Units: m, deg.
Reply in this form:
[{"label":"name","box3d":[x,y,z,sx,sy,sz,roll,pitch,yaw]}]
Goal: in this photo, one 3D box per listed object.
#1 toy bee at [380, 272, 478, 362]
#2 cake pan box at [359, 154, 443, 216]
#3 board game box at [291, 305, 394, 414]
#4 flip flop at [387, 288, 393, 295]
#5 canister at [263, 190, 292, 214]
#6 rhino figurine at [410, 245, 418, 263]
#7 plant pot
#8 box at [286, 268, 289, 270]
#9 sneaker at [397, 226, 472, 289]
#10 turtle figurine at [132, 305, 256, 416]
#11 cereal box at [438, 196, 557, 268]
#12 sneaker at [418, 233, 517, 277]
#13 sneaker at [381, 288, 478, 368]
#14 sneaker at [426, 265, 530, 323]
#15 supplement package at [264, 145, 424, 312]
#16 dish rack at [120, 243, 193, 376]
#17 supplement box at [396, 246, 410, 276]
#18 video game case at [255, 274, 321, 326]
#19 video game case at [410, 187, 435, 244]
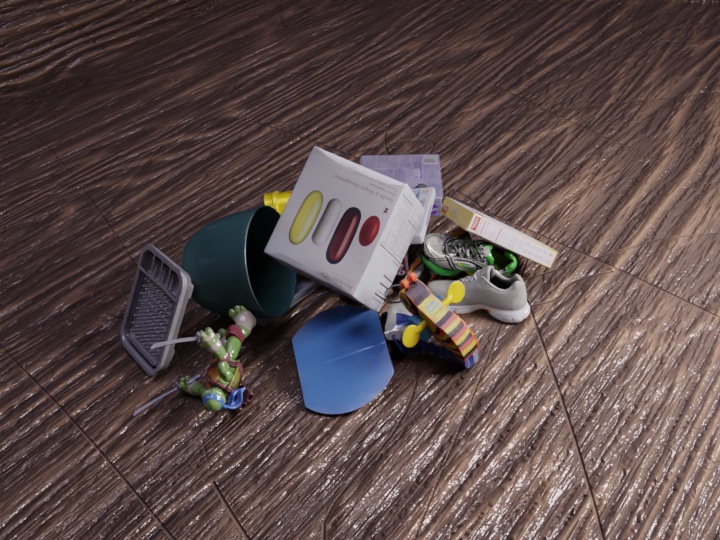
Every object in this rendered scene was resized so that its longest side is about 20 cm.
[{"label":"toy bee","box3d":[0.097,0.062,1.215,0.197,0.109,0.132,15,60,27]},{"label":"cake pan box","box3d":[0.085,-0.188,1.653,0.180,0.053,0.202,0,37,1]},{"label":"board game box","box3d":[-0.027,0.154,1.279,0.155,0.039,0.203,-19,53,3]},{"label":"flip flop","box3d":[0.000,0.000,1.497,0.080,0.059,0.201,-16,34,-13]},{"label":"canister","box3d":[-0.107,-0.143,1.680,0.195,0.089,0.149,-10,8,-2]},{"label":"rhino figurine","box3d":[0.074,-0.051,1.557,0.085,0.061,0.202,-5,35,2]},{"label":"plant pot","box3d":[-0.231,-0.008,1.404,0.158,0.204,0.202,-6,31,20]},{"label":"box","box3d":[-0.069,-0.053,1.564,0.141,0.037,0.200,-9,18,8]},{"label":"sneaker","box3d":[0.154,-0.012,1.468,0.198,0.078,0.078,-34,-3,-27]},{"label":"turtle figurine","box3d":[-0.262,0.139,1.269,0.195,0.147,0.195,4,31,11]},{"label":"cereal box","box3d":[0.258,-0.073,1.446,0.197,0.040,0.144,22,10,-20]},{"label":"sneaker","box3d":[0.198,-0.034,1.406,0.196,0.085,0.080,10,67,-18]},{"label":"sneaker","box3d":[0.102,0.117,1.295,0.115,0.081,0.199,-37,48,-16]},{"label":"sneaker","box3d":[0.210,0.028,1.379,0.196,0.094,0.076,7,36,24]},{"label":"supplement package","box3d":[-0.024,-0.069,1.311,0.189,0.147,0.203,24,85,22]},{"label":"dish rack","box3d":[-0.364,0.070,1.375,0.043,0.204,0.171,9,15,-44]},{"label":"supplement box","box3d":[0.043,-0.064,1.472,0.106,0.062,0.201,-5,32,11]},{"label":"video game case","box3d":[-0.193,0.025,1.535,0.198,0.024,0.181,23,45,37]},{"label":"video game case","box3d":[0.036,-0.101,1.453,0.196,0.023,0.183,-4,33,17]}]
